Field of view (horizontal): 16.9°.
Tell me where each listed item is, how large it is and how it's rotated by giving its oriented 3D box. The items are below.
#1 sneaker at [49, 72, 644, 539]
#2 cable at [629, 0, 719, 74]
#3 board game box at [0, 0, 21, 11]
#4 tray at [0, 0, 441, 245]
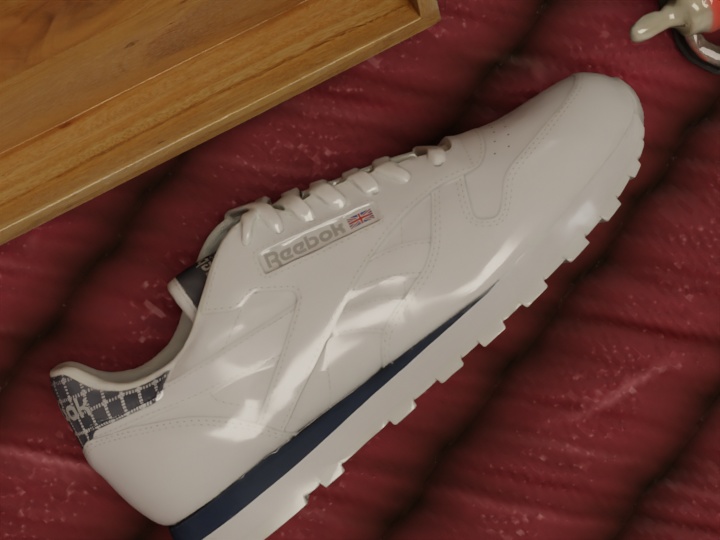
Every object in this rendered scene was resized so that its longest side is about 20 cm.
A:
[{"bbox_3d":[0.000,0.000,0.732,0.200,0.076,0.081,-42,92,-5],"label":"sneaker"},{"bbox_3d":[0.162,-0.124,0.757,0.199,0.050,0.098,-19,104,-8],"label":"cable"},{"bbox_3d":[-0.121,-0.152,0.710,0.199,0.037,0.152,-27,100,-7],"label":"board game box"},{"bbox_3d":[-0.078,-0.070,0.699,0.199,0.037,0.099,-28,144,-7],"label":"tray"}]
